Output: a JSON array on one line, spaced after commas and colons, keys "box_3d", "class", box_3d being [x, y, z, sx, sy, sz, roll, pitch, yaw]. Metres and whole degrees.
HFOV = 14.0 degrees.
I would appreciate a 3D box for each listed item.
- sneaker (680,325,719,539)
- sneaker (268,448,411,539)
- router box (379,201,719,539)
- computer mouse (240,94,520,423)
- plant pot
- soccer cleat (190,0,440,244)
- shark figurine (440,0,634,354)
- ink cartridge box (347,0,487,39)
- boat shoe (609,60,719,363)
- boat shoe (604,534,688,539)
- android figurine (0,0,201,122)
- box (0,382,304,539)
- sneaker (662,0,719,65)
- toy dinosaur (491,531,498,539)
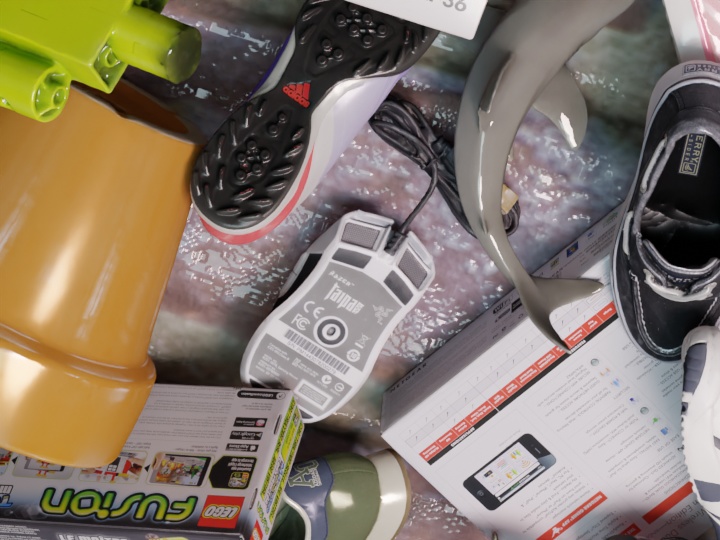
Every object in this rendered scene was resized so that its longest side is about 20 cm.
[{"box_3d": [0.250, 0.111, 1.619, 0.129, 0.080, 0.200, -9, 114, 12], "class": "sneaker"}, {"box_3d": [-0.047, 0.184, 1.740, 0.090, 0.067, 0.200, 2, 129, -32], "class": "sneaker"}, {"box_3d": [0.142, 0.085, 1.714, 0.200, 0.049, 0.179, -39, 109, 20], "class": "router box"}, {"box_3d": [0.000, 0.000, 1.682, 0.110, 0.044, 0.200, 33, 110, -14], "class": "computer mouse"}, {"box_3d": [-0.180, -0.021, 1.608, 0.200, 0.200, 0.184, 27, 100, -11], "class": "plant pot"}, {"box_3d": [-0.021, -0.097, 1.604, 0.068, 0.073, 0.200, 37, 80, 8], "class": "soccer cleat"}, {"box_3d": [0.080, -0.071, 1.594, 0.128, 0.090, 0.215, 9, 97, 4], "class": "shark figurine"}, {"box_3d": [0.015, -0.185, 1.498, 0.116, 0.200, 0.068, 17, 116, -6], "class": "ink cartridge box"}, {"box_3d": [0.174, -0.015, 1.578, 0.072, 0.068, 0.200, 9, 132, 2], "class": "boat shoe"}, {"box_3d": [0.192, 0.199, 1.735, 0.057, 0.067, 0.200, 19, 165, 29], "class": "boat shoe"}, {"box_3d": [-0.154, -0.167, 1.544, 0.200, 0.182, 0.041, 20, 162, 28], "class": "android figurine"}, {"box_3d": [-0.142, 0.114, 1.681, 0.199, 0.110, 0.035, 3, 138, 18], "class": "box"}, {"box_3d": [0.220, -0.131, 1.586, 0.104, 0.075, 0.201, -16, 119, 4], "class": "sneaker"}, {"box_3d": [0.042, 0.240, 1.776, 0.101, 0.058, 0.200, 31, 130, -30], "class": "toy dinosaur"}]
